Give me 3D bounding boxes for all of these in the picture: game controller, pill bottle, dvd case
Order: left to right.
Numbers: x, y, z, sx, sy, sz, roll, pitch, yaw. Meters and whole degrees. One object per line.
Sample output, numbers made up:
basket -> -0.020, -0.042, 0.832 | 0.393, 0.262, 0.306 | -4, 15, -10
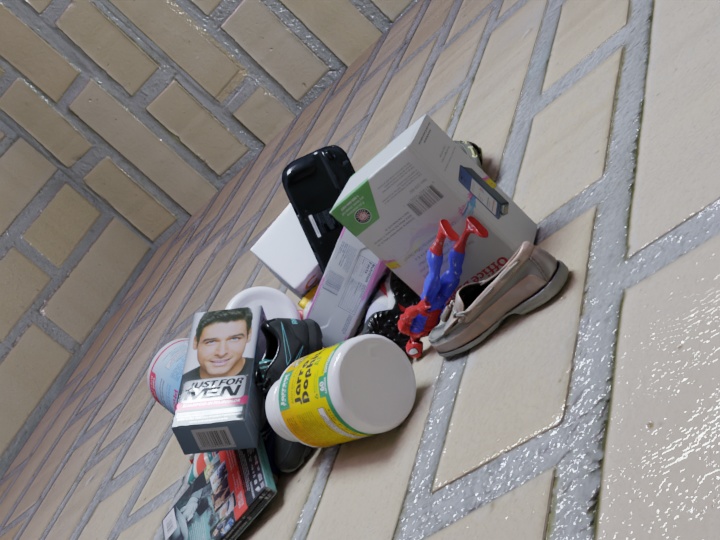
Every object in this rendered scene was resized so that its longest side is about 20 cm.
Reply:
pill bottle -> -0.216, 0.174, 1.570 | 0.109, 0.109, 0.200 | -52, 35, -12
dvd case -> -0.187, 0.306, 1.433 | 0.200, 0.022, 0.146 | -49, 30, 12
pill bottle -> -0.153, 0.109, 1.652 | 0.116, 0.115, 0.200 | -55, -6, -22
pill bottle -> -0.032, 0.148, 1.303 | 0.200, 0.113, 0.113 | -26, 27, 56
game controller -> -0.034, -0.077, 1.588 | 0.104, 0.201, 0.042 | -25, -3, 5

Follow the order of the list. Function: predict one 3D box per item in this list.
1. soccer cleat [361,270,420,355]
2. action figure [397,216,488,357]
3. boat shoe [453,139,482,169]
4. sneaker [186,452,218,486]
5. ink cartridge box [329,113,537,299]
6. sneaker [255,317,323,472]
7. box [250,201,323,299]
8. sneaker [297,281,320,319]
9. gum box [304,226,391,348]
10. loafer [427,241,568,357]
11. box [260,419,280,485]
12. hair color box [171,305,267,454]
soccer cleat -> 0.032, 0.075, 1.413 | 0.073, 0.068, 0.200 | -54, 8, 33
action figure -> 0.088, 0.028, 1.280 | 0.065, 0.052, 0.201 | -12, -39, -32
boat shoe -> 0.152, -0.158, 1.642 | 0.060, 0.073, 0.202 | -4, 12, 8
sneaker -> -0.217, 0.249, 1.656 | 0.093, 0.070, 0.200 | -37, 21, 19
ink cartridge box -> 0.089, -0.060, 1.310 | 0.145, 0.200, 0.088 | -38, 15, 37
sneaker -> -0.101, 0.157, 1.424 | 0.075, 0.079, 0.201 | -20, 62, 53
box -> -0.073, -0.023, 1.705 | 0.125, 0.097, 0.200 | -50, -16, -6
sneaker -> -0.002, 0.025, 1.635 | 0.200, 0.078, 0.082 | -49, 39, -12
gum box -> 0.000, 0.000, 1.484 | 0.113, 0.066, 0.201 | -43, -20, -60
loafer -> 0.138, 0.028, 1.214 | 0.200, 0.063, 0.072 | -35, 19, 41
box -> -0.140, 0.248, 1.522 | 0.121, 0.032, 0.200 | -41, 16, 28
hair color box -> -0.179, 0.141, 1.453 | 0.098, 0.061, 0.201 | -7, 42, 9
